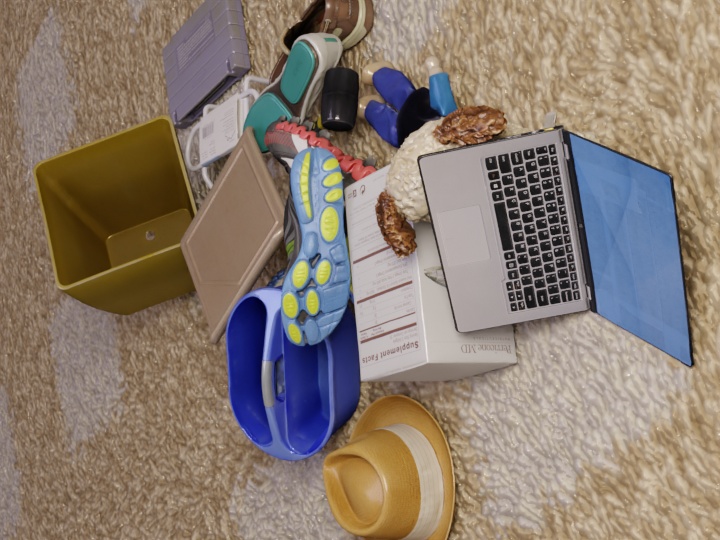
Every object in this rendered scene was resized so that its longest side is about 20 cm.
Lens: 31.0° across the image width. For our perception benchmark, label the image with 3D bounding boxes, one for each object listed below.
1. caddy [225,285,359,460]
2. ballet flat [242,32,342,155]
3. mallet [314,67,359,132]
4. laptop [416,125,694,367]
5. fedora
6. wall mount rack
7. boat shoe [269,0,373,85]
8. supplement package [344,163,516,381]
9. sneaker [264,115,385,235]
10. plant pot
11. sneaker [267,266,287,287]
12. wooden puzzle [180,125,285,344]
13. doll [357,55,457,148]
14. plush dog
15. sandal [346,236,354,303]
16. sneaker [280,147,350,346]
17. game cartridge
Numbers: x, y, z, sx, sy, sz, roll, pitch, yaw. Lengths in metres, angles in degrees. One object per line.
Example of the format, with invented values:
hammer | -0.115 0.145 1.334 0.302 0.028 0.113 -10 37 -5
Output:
caddy | -0.080 0.111 1.455 0.140 0.105 0.203 8 109 29
ballet flat | -0.074 -0.205 1.522 0.200 0.069 0.070 -51 48 48
mallet | -0.041 -0.182 1.494 0.200 0.041 0.067 165 112 -76
laptop | 0.162 -0.009 1.090 0.116 0.197 0.189 -88 -15 -57
fedora | 0.019 0.227 1.376 0.200 0.081 0.204 -7 81 55
wall mount rack | -0.152 -0.147 1.669 0.199 0.074 0.176 -21 67 53
boat shoe | -0.067 -0.270 1.543 0.202 0.074 0.076 -41 55 47
supplement package | 0.067 0.003 1.291 0.117 0.116 0.203 -22 70 53
sneaker | -0.045 -0.097 1.422 0.200 0.071 0.098 33 85 32
plant pot | -0.301 -0.052 1.751 0.177 0.198 0.202 68 -178 -61
sneaker | -0.094 0.100 1.562 0.085 0.076 0.202 40 121 43
wooden puzzle | -0.144 -0.041 1.520 0.186 0.037 0.201 -55 36 29
doll | 0.062 -0.161 1.369 0.200 0.048 0.138 43 125 48
plush dog | 0.101 -0.084 1.183 0.201 0.170 0.161 -54 45 28
sandal | 0.000 0.000 1.444 0.200 0.079 0.088 45 159 40
sneaker | -0.045 -0.024 1.335 0.083 0.070 0.203 154 117 -87
game cartridge | -0.215 -0.296 1.801 0.199 0.038 0.131 -30 59 51
